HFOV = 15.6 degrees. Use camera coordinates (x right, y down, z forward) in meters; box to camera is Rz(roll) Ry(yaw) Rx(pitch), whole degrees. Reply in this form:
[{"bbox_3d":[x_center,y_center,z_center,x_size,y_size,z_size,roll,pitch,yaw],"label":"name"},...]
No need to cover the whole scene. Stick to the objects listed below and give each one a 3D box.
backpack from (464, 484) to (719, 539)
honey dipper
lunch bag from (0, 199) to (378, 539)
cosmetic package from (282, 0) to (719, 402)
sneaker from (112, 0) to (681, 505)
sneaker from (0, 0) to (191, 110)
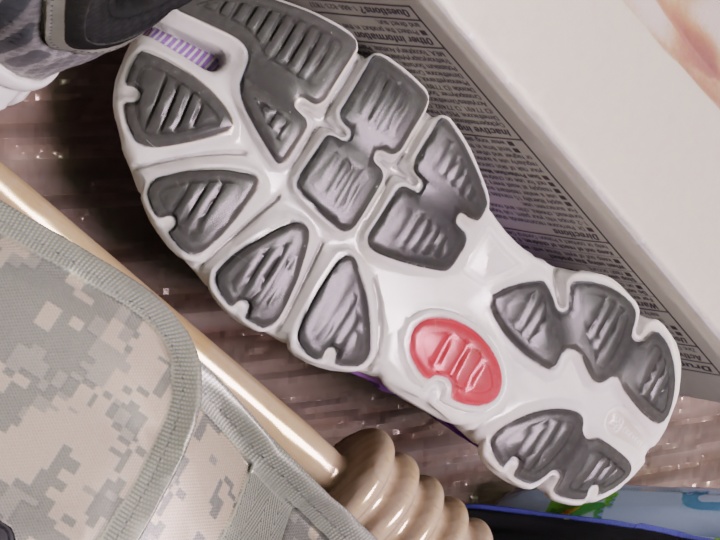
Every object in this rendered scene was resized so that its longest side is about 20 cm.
[{"bbox_3d":[0.098,0.167,0.785,0.147,0.182,0.201,-52,136,-50],"label":"backpack"},{"bbox_3d":[-0.043,0.022,0.694,0.200,0.038,0.038,43,67,-22],"label":"honey dipper"},{"bbox_3d":[-0.095,0.089,0.629,0.200,0.117,0.164,48,63,-36],"label":"lunch bag"},{"bbox_3d":[0.057,-0.054,0.763,0.200,0.103,0.087,47,65,-39],"label":"cosmetic package"},{"bbox_3d":[0.000,0.000,0.736,0.200,0.083,0.081,42,76,-29],"label":"sneaker"},{"bbox_3d":[-0.095,-0.097,0.581,0.200,0.087,0.074,38,38,-61],"label":"sneaker"}]
